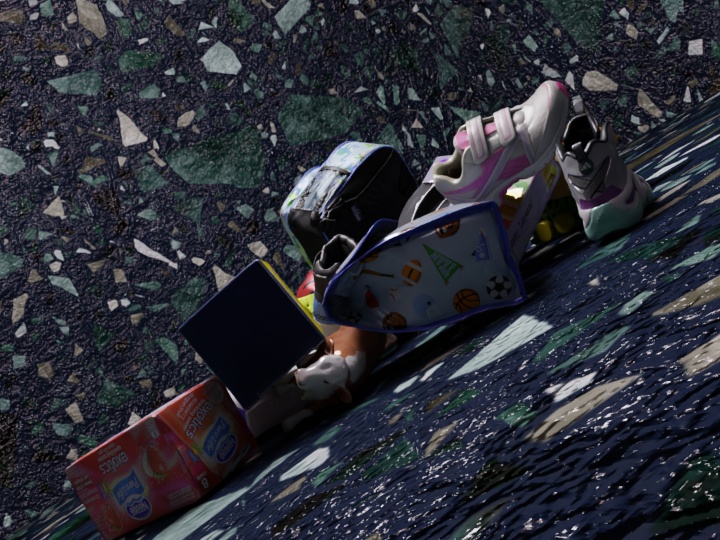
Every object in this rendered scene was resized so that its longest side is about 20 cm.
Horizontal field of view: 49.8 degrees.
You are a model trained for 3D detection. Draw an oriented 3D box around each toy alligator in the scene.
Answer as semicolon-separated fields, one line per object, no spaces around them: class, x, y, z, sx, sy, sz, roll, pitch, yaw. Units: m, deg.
toy alligator;0.305;-0.092;1.114;0.059;0.055;0.199;-31;-1;-34

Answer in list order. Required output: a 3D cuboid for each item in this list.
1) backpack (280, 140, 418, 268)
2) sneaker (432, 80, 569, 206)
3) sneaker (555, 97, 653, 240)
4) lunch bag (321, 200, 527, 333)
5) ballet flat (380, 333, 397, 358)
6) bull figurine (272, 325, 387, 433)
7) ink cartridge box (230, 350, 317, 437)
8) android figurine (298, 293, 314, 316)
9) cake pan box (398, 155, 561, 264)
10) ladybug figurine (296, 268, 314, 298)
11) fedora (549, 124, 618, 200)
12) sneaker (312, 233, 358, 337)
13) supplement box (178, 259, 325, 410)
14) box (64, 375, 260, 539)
backpack;-0.014;-0.091;1.173;0.145;0.184;0.201;14;58;42
sneaker;0.156;-0.141;0.896;0.200;0.087;0.082;-49;28;30
sneaker;0.263;-0.122;0.853;0.077;0.142;0.200;-22;4;21
lunch bag;0.064;0.000;0.821;0.197;0.126;0.170;-20;0;12
ballet flat;-0.013;0.098;1.059;0.068;0.068;0.200;-32;0;-26
bull figurine;-0.031;0.108;0.836;0.121;0.066;0.200;-33;-1;26
ink cartridge box;-0.134;0.162;0.993;0.198;0.041;0.199;-29;10;-27
android figurine;-0.063;0.094;1.176;0.180;0.042;0.200;-29;-31;14
cake pan box;0.139;-0.071;1.006;0.198;0.052;0.186;5;55;47
ladybug figurine;-0.026;0.020;1.261;0.198;0.073;0.136;-33;41;-8
fedora;0.265;-0.149;1.098;0.196;0.083;0.201;-10;19;4
sneaker;0.001;0.000;1.030;0.076;0.113;0.199;11;26;31
supplement box;-0.114;0.065;0.863;0.109;0.110;0.200;-41;2;-3
box;-0.214;0.203;0.829;0.199;0.097;0.099;-32;-2;37
